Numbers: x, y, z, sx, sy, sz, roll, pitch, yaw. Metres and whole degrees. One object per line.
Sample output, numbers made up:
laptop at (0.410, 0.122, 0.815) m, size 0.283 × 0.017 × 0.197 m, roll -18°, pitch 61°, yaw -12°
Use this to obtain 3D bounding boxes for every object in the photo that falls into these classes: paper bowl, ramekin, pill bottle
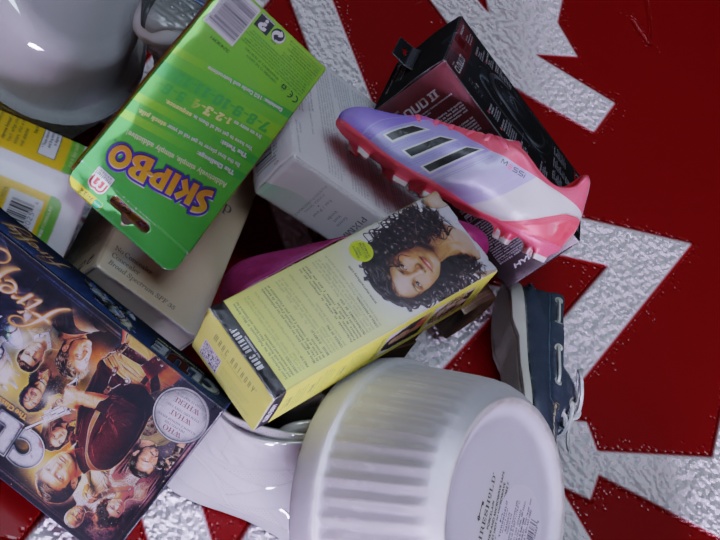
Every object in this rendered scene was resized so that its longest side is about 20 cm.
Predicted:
paper bowl at (-0.241, -0.197, 1.084) m, size 0.200 × 0.104 × 0.202 m, roll 20°, pitch 61°, yaw -41°
ramekin at (0.053, 0.159, 0.976) m, size 0.200 × 0.105 × 0.202 m, roll 2°, pitch 87°, yaw -55°
pill bottle at (-0.289, -0.068, 1.005) m, size 0.199 × 0.111 × 0.111 m, roll 23°, pitch 50°, yaw -13°

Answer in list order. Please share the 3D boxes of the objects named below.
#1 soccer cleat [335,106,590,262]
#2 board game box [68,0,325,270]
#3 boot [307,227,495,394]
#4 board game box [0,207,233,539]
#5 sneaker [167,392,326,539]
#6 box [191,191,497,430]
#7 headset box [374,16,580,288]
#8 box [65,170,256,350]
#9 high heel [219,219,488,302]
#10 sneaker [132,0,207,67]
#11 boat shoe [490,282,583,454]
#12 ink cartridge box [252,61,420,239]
soccer cleat at (0.076, -0.079, 1.095) m, size 0.199 × 0.067 × 0.077 m, roll 29°, pitch 91°, yaw -11°
board game box at (-0.112, -0.100, 1.019) m, size 0.095 × 0.030 × 0.200 m, roll 42°, pitch 60°, yaw -15°
boot at (-0.001, -0.001, 1.144) m, size 0.200 × 0.077 × 0.155 m, roll -29°, pitch 73°, yaw -36°
board game box at (-0.198, 0.072, 0.947) m, size 0.200 × 0.136 × 0.035 m, roll 38°, pitch 15°, yaw 0°
sneaker at (-0.028, 0.134, 1.010) m, size 0.199 × 0.116 × 0.074 m, roll 19°, pitch 49°, yaw -18°
box at (-0.008, 0.023, 0.967) m, size 0.200 × 0.050 × 0.075 m, roll -30°, pitch 74°, yaw -33°
headset box at (0.094, -0.107, 1.199) m, size 0.200 × 0.077 × 0.149 m, roll 50°, pitch 21°, yaw -13°
box at (-0.142, -0.036, 1.077) m, size 0.095 × 0.078 × 0.201 m, roll 36°, pitch 47°, yaw -22°
high heel at (0.000, 0.000, 1.035) m, size 0.199 × 0.096 × 0.068 m, roll -5°, pitch 97°, yaw -8°
sneaker at (-0.125, -0.169, 1.135) m, size 0.074 × 0.087 × 0.200 m, roll 39°, pitch 12°, yaw 10°
boat shoe at (0.142, 0.095, 1.161) m, size 0.061 × 0.075 × 0.201 m, roll 8°, pitch 45°, yaw -11°
ink cartridge box at (-0.001, -0.076, 1.149) m, size 0.200 × 0.050 × 0.161 m, roll 35°, pitch 29°, yaw -33°
